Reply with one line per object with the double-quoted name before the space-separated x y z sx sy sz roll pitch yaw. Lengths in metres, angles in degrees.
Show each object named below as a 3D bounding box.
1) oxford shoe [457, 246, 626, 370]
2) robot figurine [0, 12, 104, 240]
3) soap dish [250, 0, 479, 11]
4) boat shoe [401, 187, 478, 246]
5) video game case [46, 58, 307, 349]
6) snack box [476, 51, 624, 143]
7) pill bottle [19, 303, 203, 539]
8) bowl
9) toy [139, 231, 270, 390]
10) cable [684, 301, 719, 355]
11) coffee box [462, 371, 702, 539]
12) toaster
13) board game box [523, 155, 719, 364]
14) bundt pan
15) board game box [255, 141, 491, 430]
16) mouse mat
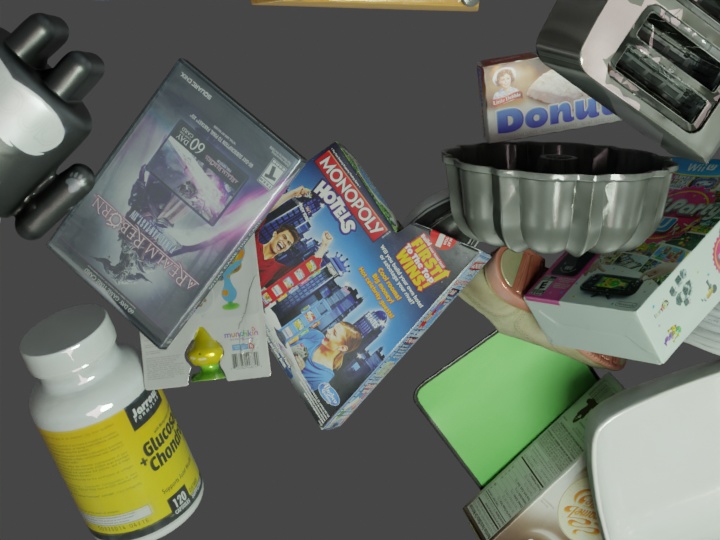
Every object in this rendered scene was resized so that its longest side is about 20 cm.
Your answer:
"oxford shoe" 0.171 0.039 1.475 0.200 0.071 0.074 35 142 -30
"robot figurine" -0.295 -0.114 1.260 0.200 0.150 0.125 -45 144 6
"soap dish" 0.014 -0.286 1.286 0.200 0.081 0.158 -1 112 -15
"boat shoe" 0.041 0.005 1.423 0.200 0.066 0.070 -37 116 3
"video game case" -0.156 -0.056 1.325 0.143 0.019 0.200 40 99 17
"snack box" 0.204 -0.166 1.415 0.200 0.024 0.072 -11 113 -10
"pill bottle" -0.221 0.134 1.387 0.112 0.112 0.200 -23 116 -4
"bowl" 0.298 0.177 1.463 0.200 0.075 0.200 -19 114 -10
"toy" -0.135 -0.003 1.349 0.115 0.047 0.200 -7 84 16
"cable" 0.369 0.035 1.444 0.200 0.200 0.069 -3 109 -34
"coffee box" 0.214 0.213 1.539 0.200 0.080 0.114 -45 115 5
"toaster" 0.263 -0.214 1.338 0.200 0.119 0.181 33 94 -18
"board game box" 0.261 -0.014 1.388 0.200 0.147 0.064 -44 117 -23
"bundt pan" 0.167 -0.060 1.346 0.201 0.202 0.076 -2 103 -13
"board game box" 0.000 0.000 1.371 0.200 0.062 0.200 -34 80 9
"mouse mat" 0.162 0.141 1.544 0.161 0.008 0.200 -35 115 2
